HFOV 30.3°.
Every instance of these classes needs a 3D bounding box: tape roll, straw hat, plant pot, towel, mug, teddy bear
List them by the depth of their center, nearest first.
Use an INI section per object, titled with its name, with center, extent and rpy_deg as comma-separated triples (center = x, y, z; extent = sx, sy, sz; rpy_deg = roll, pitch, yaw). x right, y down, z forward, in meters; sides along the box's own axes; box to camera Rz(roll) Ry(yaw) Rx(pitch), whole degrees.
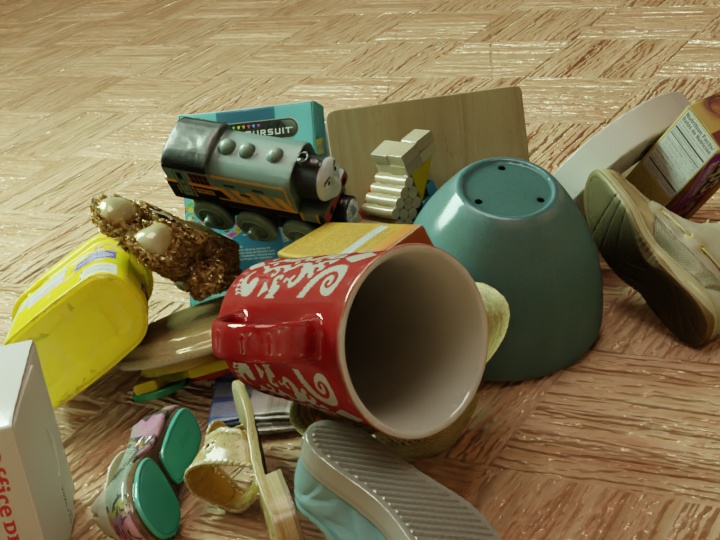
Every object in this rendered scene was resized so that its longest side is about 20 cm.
[mug]
center = -0.030, 0.036, 0.993
extent = 0.199, 0.176, 0.135
rpy_deg = 3, 65, 56
[straw hat]
center = 0.046, 0.103, 1.083
extent = 0.199, 0.086, 0.202
rpy_deg = -24, 24, 11
[plant pot]
center = 0.126, -0.020, 1.197
extent = 0.196, 0.136, 0.202
rpy_deg = 0, 40, 0
[towel]
center = -0.039, 0.101, 1.202
extent = 0.196, 0.024, 0.147
rpy_deg = -8, 22, 4
[teddy bear]
center = -0.184, -0.018, 1.268
extent = 0.143, 0.068, 0.200
rpy_deg = 27, 2, 6
[tape roll]
center = 0.263, -0.103, 1.365
extent = 0.201, 0.204, 0.037
rpy_deg = -25, 70, -32

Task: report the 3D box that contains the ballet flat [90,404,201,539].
[ballet flat]
center = -0.174, 0.171, 1.055
extent = 0.070, 0.070, 0.200
rpy_deg = -25, 17, 10

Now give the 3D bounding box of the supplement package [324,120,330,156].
[supplement package]
center = -0.003, -0.106, 1.482
extent = 0.197, 0.113, 0.156
rpy_deg = -10, -3, 0

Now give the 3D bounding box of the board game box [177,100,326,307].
[board game box]
center = -0.107, -0.066, 1.385
extent = 0.148, 0.204, 0.047
rpy_deg = -4, -2, 14

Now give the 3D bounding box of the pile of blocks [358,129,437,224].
[pile of blocks]
center = 0.028, -0.039, 1.304
extent = 0.081, 0.203, 0.062
rpy_deg = 21, -5, -42

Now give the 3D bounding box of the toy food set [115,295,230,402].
[toy food set]
center = -0.141, 0.064, 1.263
extent = 0.195, 0.049, 0.200
rpy_deg = -17, 10, 1

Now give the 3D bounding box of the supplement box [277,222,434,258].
[supplement box]
center = 0.000, 0.000, 1.152
extent = 0.068, 0.067, 0.199
rpy_deg = -36, 17, -20

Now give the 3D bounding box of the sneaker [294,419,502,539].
[sneaker]
center = 0.030, 0.191, 0.924
extent = 0.073, 0.083, 0.199
rpy_deg = -17, 45, -42

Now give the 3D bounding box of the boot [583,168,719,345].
[boot]
center = 0.314, -0.031, 1.240
extent = 0.153, 0.073, 0.201
rpy_deg = -18, 54, -23

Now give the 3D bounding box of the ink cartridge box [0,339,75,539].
[ink cartridge box]
center = -0.333, 0.165, 1.013
extent = 0.197, 0.149, 0.146
rpy_deg = -11, 22, -3

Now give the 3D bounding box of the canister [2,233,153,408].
[canister]
center = -0.265, 0.045, 1.253
extent = 0.148, 0.087, 0.200
rpy_deg = -38, 14, -1

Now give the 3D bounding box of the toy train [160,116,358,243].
[toy train]
center = -0.099, -0.086, 1.283
extent = 0.197, 0.114, 0.086
rpy_deg = 13, 63, 24

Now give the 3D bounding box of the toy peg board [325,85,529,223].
[toy peg board]
center = 0.079, -0.075, 1.367
extent = 0.196, 0.204, 0.098
rpy_deg = -7, 5, 8

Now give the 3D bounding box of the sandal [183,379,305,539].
[sandal]
center = -0.102, 0.157, 1.033
extent = 0.069, 0.079, 0.212
rpy_deg = -17, 30, -11

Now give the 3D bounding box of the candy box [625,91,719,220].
[candy box]
center = 0.326, -0.103, 1.325
extent = 0.116, 0.057, 0.200
rpy_deg = -25, -17, -32
